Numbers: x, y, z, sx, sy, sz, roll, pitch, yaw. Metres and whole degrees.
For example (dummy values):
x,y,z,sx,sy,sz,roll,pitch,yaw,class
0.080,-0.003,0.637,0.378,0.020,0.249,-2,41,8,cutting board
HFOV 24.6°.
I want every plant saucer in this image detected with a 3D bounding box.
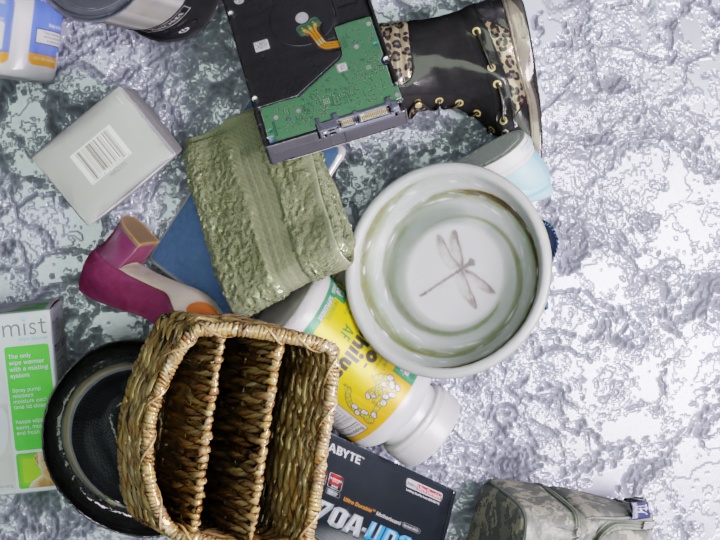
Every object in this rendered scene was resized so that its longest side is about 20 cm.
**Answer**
x,y,z,sx,sy,sz,roll,pitch,yaw,class
0.085,0.002,1.533,0.199,0.050,0.201,-3,81,20,plant saucer

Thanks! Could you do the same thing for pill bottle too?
x,y,z,sx,sy,sz,roll,pitch,yaw,class
-0.003,0.099,1.595,0.200,0.113,0.113,40,90,-16,pill bottle
-0.333,-0.283,1.556,0.111,0.112,0.201,7,93,-5,pill bottle

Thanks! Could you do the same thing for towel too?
x,y,z,sx,sy,sz,roll,pitch,yaw,class
-0.091,-0.065,1.567,0.148,0.036,0.201,-27,65,18,towel

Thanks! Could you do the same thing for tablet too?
x,y,z,sx,sy,sz,roll,pitch,yaw,class
-0.111,-0.063,1.604,0.130,0.014,0.201,34,92,31,tablet

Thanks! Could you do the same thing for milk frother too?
x,y,z,sx,sy,sz,roll,pitch,yaw,class
-0.215,-0.328,1.515,0.180,0.188,0.200,-44,81,12,milk frother

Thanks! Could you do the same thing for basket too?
x,y,z,sx,sy,sz,roll,pitch,yaw,class
-0.121,0.141,1.441,0.142,0.149,0.201,8,93,-36,basket

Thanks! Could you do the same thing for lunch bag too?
x,y,z,sx,sy,sz,roll,pitch,yaw,class
0.195,0.311,1.630,0.167,0.139,0.201,10,94,-21,lunch bag

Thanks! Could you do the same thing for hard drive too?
x,y,z,sx,sy,sz,roll,pitch,yaw,class
-0.046,-0.207,1.569,0.139,0.038,0.201,-17,61,0,hard drive

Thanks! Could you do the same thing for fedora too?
x,y,z,sx,sy,sz,roll,pitch,yaw,class
-0.194,0.162,1.543,0.200,0.091,0.202,-2,94,-27,fedora

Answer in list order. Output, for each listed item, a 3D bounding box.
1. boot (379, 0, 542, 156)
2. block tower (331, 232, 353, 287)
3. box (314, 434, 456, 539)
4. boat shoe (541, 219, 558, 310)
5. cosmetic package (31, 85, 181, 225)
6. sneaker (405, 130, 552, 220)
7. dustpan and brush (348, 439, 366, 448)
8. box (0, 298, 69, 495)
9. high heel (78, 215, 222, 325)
x,y,z,sx,sy,sz,roll,pitch,yaw,class
0.099,-0.164,1.616,0.150,0.073,0.201,-7,103,1,boot
0.000,0.000,1.628,0.199,0.058,0.054,34,91,-7,block tower
-0.011,0.254,1.585,0.199,0.046,0.160,28,65,-29,box
0.142,0.031,1.603,0.084,0.069,0.200,45,64,-23,boat shoe
-0.231,-0.109,1.533,0.107,0.200,0.090,-40,94,2,cosmetic package
0.096,-0.057,1.596,0.199,0.074,0.082,-25,112,32,sneaker
-0.025,0.229,1.634,0.139,0.057,0.201,29,58,-29,dustpan and brush
-0.382,0.125,1.591,0.199,0.097,0.178,-4,97,-3,box
-0.197,0.048,1.580,0.200,0.067,0.096,48,118,17,high heel
